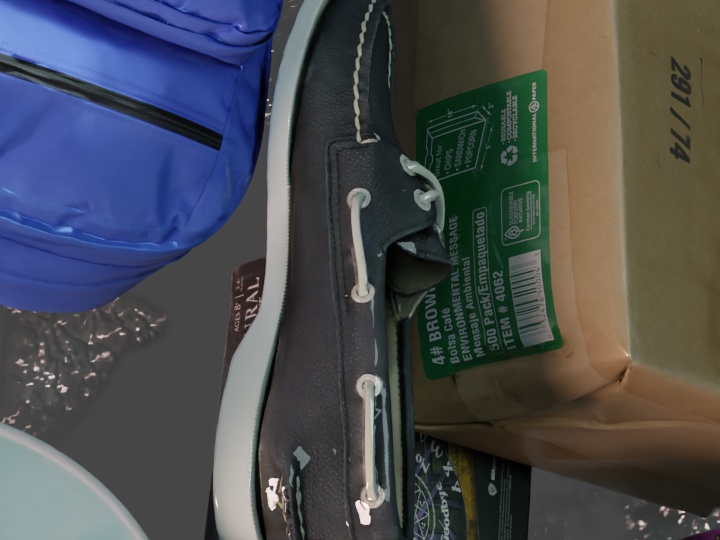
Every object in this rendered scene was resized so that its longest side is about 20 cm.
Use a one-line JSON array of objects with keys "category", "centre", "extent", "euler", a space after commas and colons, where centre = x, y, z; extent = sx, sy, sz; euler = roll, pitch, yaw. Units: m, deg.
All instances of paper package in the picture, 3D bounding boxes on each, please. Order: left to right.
[{"category": "paper package", "centre": [0.104, -0.032, 0.979], "extent": [0.190, 0.103, 0.200], "euler": [18, 63, -43]}]

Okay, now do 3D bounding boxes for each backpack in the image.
[{"category": "backpack", "centre": [-0.102, -0.096, 0.882], "extent": [0.162, 0.168, 0.200], "euler": [18, 72, -19]}]

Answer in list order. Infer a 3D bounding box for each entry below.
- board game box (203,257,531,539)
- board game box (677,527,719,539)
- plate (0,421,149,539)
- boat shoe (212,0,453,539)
[{"category": "board game box", "centre": [0.002, 0.110, 0.929], "extent": [0.135, 0.028, 0.200], "euler": [28, 57, -40]}, {"category": "board game box", "centre": [0.168, 0.105, 0.952], "extent": [0.120, 0.200, 0.032], "euler": [4, 73, -29]}, {"category": "plate", "centre": [-0.143, 0.134, 0.792], "extent": [0.200, 0.026, 0.201], "euler": [-6, 102, -27]}, {"category": "boat shoe", "centre": [0.000, 0.000, 0.880], "extent": [0.060, 0.076, 0.200], "euler": [1, 71, 14]}]
